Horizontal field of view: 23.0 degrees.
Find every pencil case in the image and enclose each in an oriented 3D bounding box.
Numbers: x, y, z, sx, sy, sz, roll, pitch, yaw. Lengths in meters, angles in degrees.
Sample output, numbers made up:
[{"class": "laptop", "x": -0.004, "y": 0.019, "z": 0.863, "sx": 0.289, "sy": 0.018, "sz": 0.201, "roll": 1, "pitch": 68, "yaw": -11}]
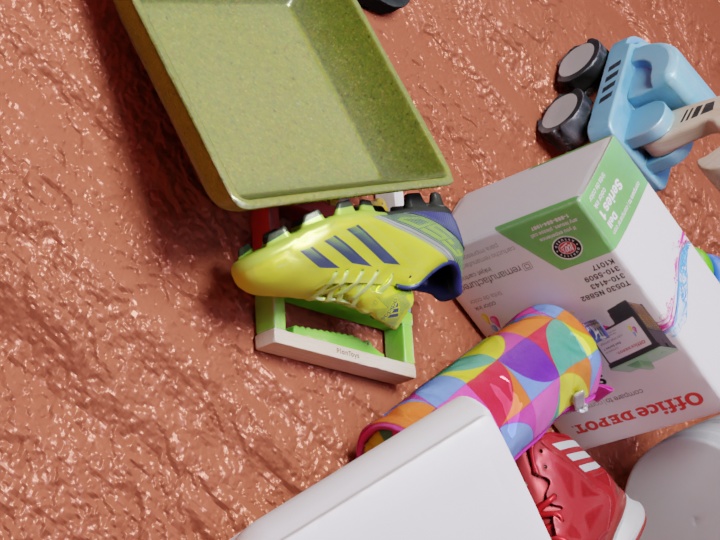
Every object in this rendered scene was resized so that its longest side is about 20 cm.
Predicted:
[{"class": "pencil case", "x": 0.086, "y": 0.094, "z": 1.182, "sx": 0.200, "sy": 0.088, "sz": 0.089, "roll": -31, "pitch": 97, "yaw": -40}]

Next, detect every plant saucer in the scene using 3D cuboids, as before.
[{"class": "plant saucer", "x": -0.061, "y": -0.119, "z": 1.129, "sx": 0.200, "sy": 0.048, "sz": 0.200, "roll": -9, "pitch": 65, "yaw": -47}]

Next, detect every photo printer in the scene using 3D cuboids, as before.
[{"class": "photo printer", "x": 0.018, "y": 0.192, "z": 1.040, "sx": 0.200, "sy": 0.069, "sz": 0.167, "roll": -29, "pitch": 102, "yaw": -20}]

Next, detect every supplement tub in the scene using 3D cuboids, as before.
[{"class": "supplement tub", "x": 0.308, "y": 0.170, "z": 1.371, "sx": 0.200, "sy": 0.132, "sz": 0.132, "roll": -11, "pitch": 81, "yaw": -49}]

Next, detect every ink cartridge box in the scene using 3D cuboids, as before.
[{"class": "ink cartridge box", "x": 0.168, "y": 0.022, "z": 1.272, "sx": 0.200, "sy": 0.145, "sz": 0.084, "roll": 51, "pitch": 43, "yaw": -19}]

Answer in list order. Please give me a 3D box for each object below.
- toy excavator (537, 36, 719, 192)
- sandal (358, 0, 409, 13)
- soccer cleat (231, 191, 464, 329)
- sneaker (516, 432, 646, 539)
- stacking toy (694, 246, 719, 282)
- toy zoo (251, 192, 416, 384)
[{"class": "toy excavator", "x": 0.243, "y": -0.118, "z": 1.373, "sx": 0.100, "sy": 0.200, "sz": 0.195, "roll": 43, "pitch": 46, "yaw": -26}, {"class": "sandal", "x": -0.027, "y": -0.247, "z": 1.252, "sx": 0.200, "sy": 0.048, "sz": 0.076, "roll": 19, "pitch": 60, "yaw": -43}, {"class": "soccer cleat", "x": 0.001, "y": 0.000, "z": 1.129, "sx": 0.200, "sy": 0.065, "sz": 0.084, "roll": -12, "pitch": 84, "yaw": -50}, {"class": "sneaker", "x": 0.122, "y": 0.189, "z": 1.218, "sx": 0.116, "sy": 0.078, "sz": 0.200, "roll": 48, "pitch": 32, "yaw": -9}, {"class": "stacking toy", "x": 0.254, "y": 0.009, "z": 1.436, "sx": 0.200, "sy": 0.085, "sz": 0.086, "roll": 26, "pitch": 55, "yaw": -30}, {"class": "toy zoo", "x": -0.020, "y": -0.032, "z": 1.186, "sx": 0.131, "sy": 0.020, "sz": 0.201, "roll": 17, "pitch": 61, "yaw": -43}]
